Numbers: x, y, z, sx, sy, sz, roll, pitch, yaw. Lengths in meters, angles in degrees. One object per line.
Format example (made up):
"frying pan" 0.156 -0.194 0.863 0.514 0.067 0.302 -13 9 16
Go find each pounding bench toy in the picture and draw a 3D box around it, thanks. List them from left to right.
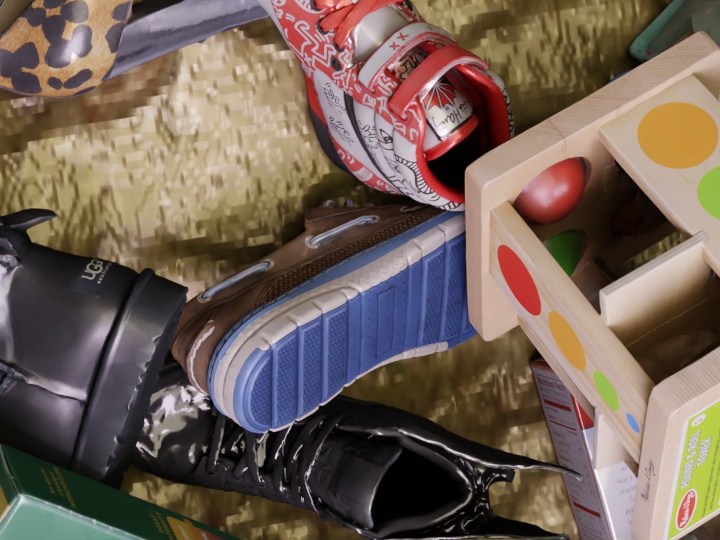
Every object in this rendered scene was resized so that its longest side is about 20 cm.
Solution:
"pounding bench toy" 0.130 0.024 0.985 0.124 0.200 0.156 -30 60 -15

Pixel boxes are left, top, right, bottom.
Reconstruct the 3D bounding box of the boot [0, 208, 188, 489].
"boot" -0.173 0.046 0.970 0.162 0.073 0.199 24 119 3

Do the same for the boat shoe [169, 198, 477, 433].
"boat shoe" 0.000 0.000 1.014 0.199 0.072 0.073 -24 134 -38

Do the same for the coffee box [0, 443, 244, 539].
"coffee box" -0.097 0.159 0.958 0.199 0.044 0.123 25 108 -33

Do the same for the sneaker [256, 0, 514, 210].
"sneaker" 0.001 -0.113 0.965 0.067 0.108 0.202 -38 124 -18

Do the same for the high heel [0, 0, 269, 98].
"high heel" -0.124 -0.179 0.975 0.142 0.071 0.201 -22 106 -17

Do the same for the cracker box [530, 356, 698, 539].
"cracker box" 0.175 0.117 1.085 0.133 0.058 0.201 -18 98 -13

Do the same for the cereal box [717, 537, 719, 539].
"cereal box" 0.157 0.218 1.000 0.039 0.200 0.144 -5 54 -43

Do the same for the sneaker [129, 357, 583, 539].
"sneaker" -0.011 0.082 1.006 0.199 0.104 0.060 12 93 -16

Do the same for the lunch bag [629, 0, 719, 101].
"lunch bag" 0.254 -0.108 1.042 0.170 0.122 0.200 43 101 -15
